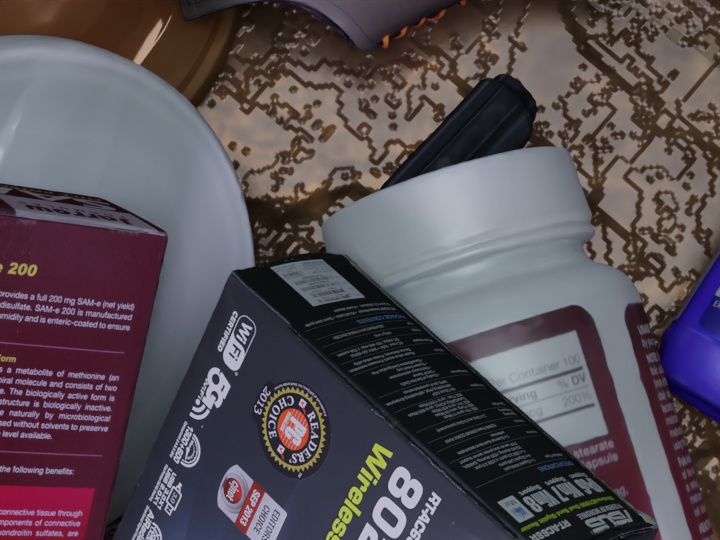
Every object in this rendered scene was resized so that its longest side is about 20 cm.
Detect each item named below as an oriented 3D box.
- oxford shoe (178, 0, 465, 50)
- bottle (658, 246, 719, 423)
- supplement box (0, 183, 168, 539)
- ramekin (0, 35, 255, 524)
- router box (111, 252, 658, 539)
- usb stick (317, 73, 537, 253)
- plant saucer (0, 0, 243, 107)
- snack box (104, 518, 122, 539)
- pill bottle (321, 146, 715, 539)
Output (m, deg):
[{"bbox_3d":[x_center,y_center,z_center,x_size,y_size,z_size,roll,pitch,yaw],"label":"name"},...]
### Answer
[{"bbox_3d":[0.021,-0.125,0.798,0.200,0.071,0.073,5,94,-4],"label":"oxford shoe"},{"bbox_3d":[0.202,-0.021,0.784,0.083,0.065,0.200,32,86,4],"label":"bottle"},{"bbox_3d":[-0.144,0.070,0.657,0.109,0.061,0.200,8,101,-35],"label":"supplement box"},{"bbox_3d":[-0.147,0.003,0.737,0.094,0.202,0.203,25,85,47],"label":"ramekin"},{"bbox_3d":[-0.012,0.118,0.644,0.150,0.062,0.200,40,119,29],"label":"router box"},{"bbox_3d":[0.000,0.000,0.770,0.033,0.055,0.200,38,70,11],"label":"usb stick"},{"bbox_3d":[-0.148,-0.134,0.820,0.200,0.037,0.201,0,84,2],"label":"plant saucer"},{"bbox_3d":[0.001,0.148,0.775,0.200,0.068,0.169,-25,83,-2],"label":"snack box"},{"bbox_3d":[0.058,0.065,0.693,0.114,0.114,0.200,-16,83,0],"label":"pill bottle"}]
